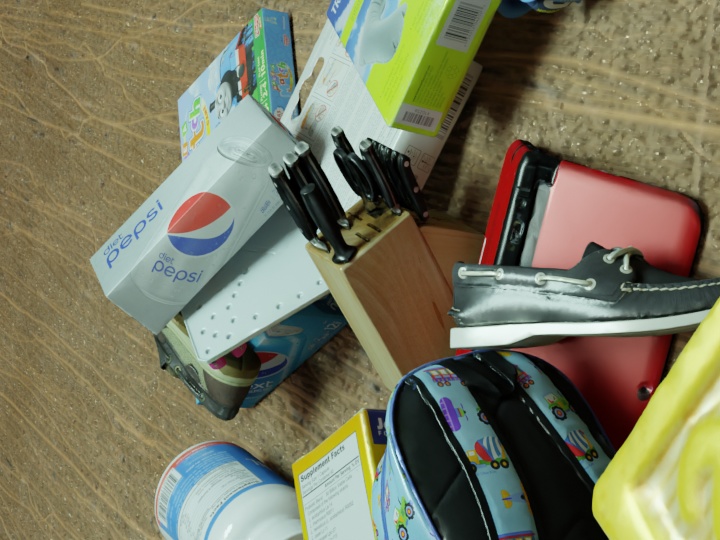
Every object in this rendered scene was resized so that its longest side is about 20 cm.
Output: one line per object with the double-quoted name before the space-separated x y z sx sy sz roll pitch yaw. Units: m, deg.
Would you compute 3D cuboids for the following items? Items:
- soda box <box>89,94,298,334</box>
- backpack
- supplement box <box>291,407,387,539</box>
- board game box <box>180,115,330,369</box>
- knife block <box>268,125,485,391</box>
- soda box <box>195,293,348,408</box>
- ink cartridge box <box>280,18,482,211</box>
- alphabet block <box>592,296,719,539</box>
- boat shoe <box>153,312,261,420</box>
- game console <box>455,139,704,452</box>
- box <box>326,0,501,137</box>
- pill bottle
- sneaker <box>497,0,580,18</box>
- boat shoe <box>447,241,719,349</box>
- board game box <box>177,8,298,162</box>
"soda box" -0.132 -0.047 1.152 0.200 0.063 0.068 -45 36 5
"backpack" 0.085 0.156 0.834 0.201 0.181 0.135 61 140 22
"supplement box" 0.035 0.215 0.998 0.109 0.108 0.202 -41 51 47
"board game box" -0.075 -0.033 1.194 0.198 0.026 0.201 -30 48 4
"knife block" 0.000 0.000 1.033 0.064 0.174 0.203 33 112 56
"soda box" -0.088 0.057 1.273 0.200 0.063 0.069 -43 49 48
"ink cartridge box" 0.002 -0.126 1.148 0.162 0.050 0.200 -64 31 6
"alphabet block" 0.253 0.101 0.576 0.198 0.198 0.196 -64 37 27
"boat shoe" -0.158 0.069 1.255 0.200 0.072 0.066 40 113 54
"game console" 0.140 0.026 0.949 0.172 0.117 0.203 -83 6 -80
"box" 0.033 -0.207 1.050 0.123 0.047 0.201 -64 31 29
"pill bottle" -0.096 0.231 1.208 0.199 0.111 0.114 24 105 57
"sneaker" 0.149 -0.219 0.935 0.199 0.073 0.084 -172 87 -66
"boat shoe" 0.143 0.013 0.846 0.198 0.073 0.061 -8 83 35
"board game box" -0.127 -0.149 1.402 0.200 0.036 0.153 -35 55 52
